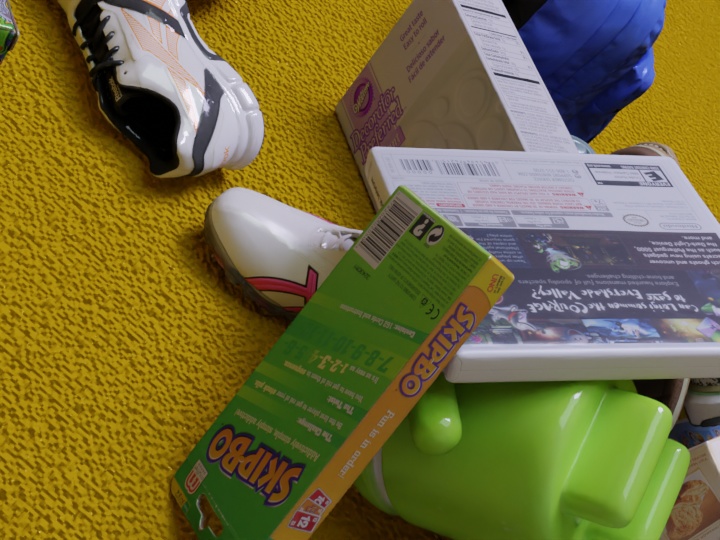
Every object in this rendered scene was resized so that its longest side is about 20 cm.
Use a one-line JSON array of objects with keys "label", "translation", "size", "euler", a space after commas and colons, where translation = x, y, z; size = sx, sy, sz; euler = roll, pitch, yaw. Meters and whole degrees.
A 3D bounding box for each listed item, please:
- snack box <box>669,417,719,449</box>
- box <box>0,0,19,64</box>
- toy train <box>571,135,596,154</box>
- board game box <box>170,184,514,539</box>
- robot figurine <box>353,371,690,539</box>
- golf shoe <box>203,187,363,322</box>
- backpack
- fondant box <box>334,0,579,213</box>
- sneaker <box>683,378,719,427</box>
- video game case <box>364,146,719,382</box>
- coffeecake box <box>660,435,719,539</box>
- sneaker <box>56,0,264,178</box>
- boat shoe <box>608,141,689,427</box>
[{"label": "snack box", "translation": [0.221, 0.143, 0.933], "size": [0.199, 0.024, 0.072], "euler": [-3, 56, -43]}, {"label": "box", "translation": [-0.281, -0.089, 0.561], "size": [0.191, 0.200, 0.123], "euler": [3, 52, -41]}, {"label": "toy train", "translation": [0.131, -0.021, 0.969], "size": [0.113, 0.085, 0.201], "euler": [-3, 59, -27]}, {"label": "board game box", "translation": [-0.015, 0.057, 0.660], "size": [0.030, 0.200, 0.096], "euler": [39, 3, -36]}, {"label": "robot figurine", "translation": [0.073, 0.092, 0.726], "size": [0.116, 0.199, 0.176], "euler": [-61, 143, -21]}, {"label": "golf shoe", "translation": [0.000, 0.000, 0.818], "size": [0.199, 0.092, 0.073], "euler": [31, 40, -13]}, {"label": "backpack", "translation": [0.154, -0.197, 1.053], "size": [0.167, 0.200, 0.163], "euler": [21, 42, -25]}, {"label": "fondant box", "translation": [0.067, -0.080, 0.909], "size": [0.058, 0.144, 0.201], "euler": [5, 51, -36]}, {"label": "sneaker", "translation": [0.261, 0.036, 0.953], "size": [0.200, 0.076, 0.089], "euler": [-58, 137, -71]}, {"label": "video game case", "translation": [0.117, -0.007, 0.730], "size": [0.198, 0.024, 0.182], "euler": [1, 38, -17]}, {"label": "coffeecake box", "translation": [0.282, 0.200, 0.870], "size": [0.153, 0.073, 0.201], "euler": [-10, 70, -46]}, {"label": "sneaker", "translation": [-0.144, -0.142, 0.839], "size": [0.200, 0.074, 0.080], "euler": [50, 40, 9]}, {"label": "boat shoe", "translation": [0.198, 0.015, 0.887], "size": [0.071, 0.202, 0.076], "euler": [10, 17, 34]}]
